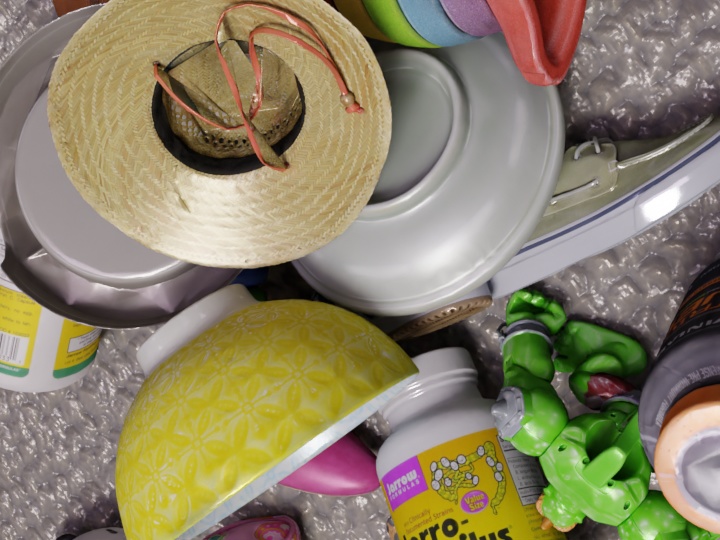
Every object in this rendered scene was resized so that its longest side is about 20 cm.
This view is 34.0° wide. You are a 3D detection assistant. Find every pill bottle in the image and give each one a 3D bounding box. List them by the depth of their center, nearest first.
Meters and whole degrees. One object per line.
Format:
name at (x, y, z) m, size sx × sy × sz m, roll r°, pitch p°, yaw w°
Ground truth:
pill bottle at (0.213, 0.066, 0.647) m, size 0.105 × 0.200 × 0.108 m, roll 8°, pitch 111°, yaw 21°
pill bottle at (0.072, 0.157, 0.770) m, size 0.104 × 0.104 × 0.202 m, roll -34°, pitch 65°, yaw 30°
pill bottle at (-0.234, -0.021, 0.875) m, size 0.112 × 0.113 × 0.202 m, roll 26°, pitch 117°, yaw 15°

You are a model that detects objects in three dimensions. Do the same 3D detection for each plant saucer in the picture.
plant saucer at (0.023, -0.075, 0.711) m, size 0.198 × 0.050 × 0.203 m, roll -12°, pitch 64°, yaw 26°

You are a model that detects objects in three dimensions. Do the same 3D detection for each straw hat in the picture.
straw hat at (-0.072, -0.103, 0.672) m, size 0.198 × 0.086 × 0.203 m, roll 3°, pitch 133°, yaw 3°

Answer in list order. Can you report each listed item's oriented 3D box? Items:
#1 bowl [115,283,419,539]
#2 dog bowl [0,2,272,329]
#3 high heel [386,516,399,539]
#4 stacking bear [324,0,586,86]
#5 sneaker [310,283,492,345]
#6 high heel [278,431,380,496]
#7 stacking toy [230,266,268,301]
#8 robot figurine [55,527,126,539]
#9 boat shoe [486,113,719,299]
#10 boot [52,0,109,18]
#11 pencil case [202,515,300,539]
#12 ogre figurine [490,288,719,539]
bowl at (-0.074, 0.075, 0.707) m, size 0.200 × 0.200 × 0.108 m, roll -40°, pitch 81°, yaw 30°
dog bowl at (-0.144, -0.063, 0.748) m, size 0.197 × 0.059 × 0.203 m, roll 0°, pitch 85°, yaw 2°
high heel at (0.072, 0.275, 0.856) m, size 0.199 × 0.071 × 0.143 m, roll 36°, pitch 113°, yaw -1°
stacking bear at (0.018, -0.175, 0.663) m, size 0.198 × 0.115 × 0.122 m, roll 4°, pitch 148°, yaw 36°
sneaker at (0.000, 0.000, 0.802) m, size 0.199 × 0.070 × 0.110 m, roll -25°, pitch 79°, yaw 45°
high heel at (-0.065, 0.089, 0.862) m, size 0.199 × 0.067 × 0.097 m, roll 27°, pitch 128°, yaw 29°
stacking toy at (-0.093, 0.029, 0.821) m, size 0.084 × 0.085 × 0.203 m, roll -8°, pitch 91°, yaw 27°
robot figurine at (-0.217, 0.309, 0.973) m, size 0.149 × 0.125 × 0.202 m, roll 23°, pitch 117°, yaw 2°
boat shoe at (0.141, -0.047, 0.717) m, size 0.199 × 0.072 × 0.062 m, roll -30°, pitch 93°, yaw 32°
boot at (-0.132, -0.182, 0.796) m, size 0.198 × 0.073 × 0.157 m, roll 14°, pitch 115°, yaw 36°
pencil case at (-0.068, 0.296, 0.924) m, size 0.086 × 0.087 × 0.203 m, roll -4°, pitch 105°, yaw 26°
ogre figurine at (0.155, 0.102, 0.728) m, size 0.098 × 0.120 × 0.201 m, roll -32°, pitch 94°, yaw 41°
